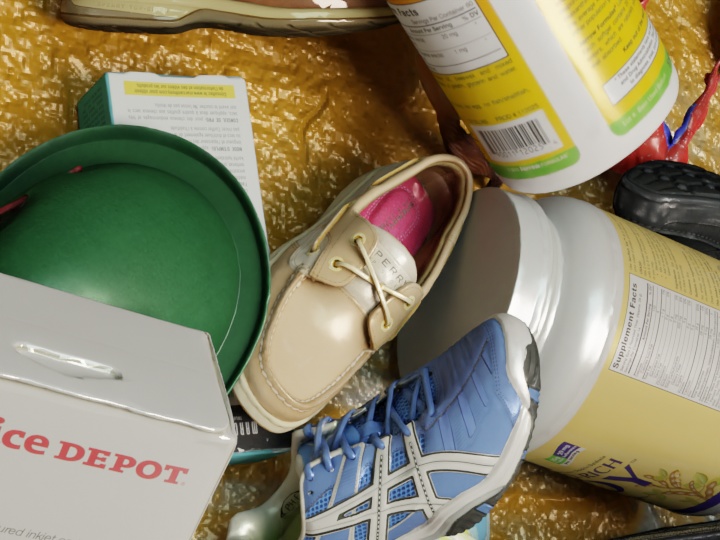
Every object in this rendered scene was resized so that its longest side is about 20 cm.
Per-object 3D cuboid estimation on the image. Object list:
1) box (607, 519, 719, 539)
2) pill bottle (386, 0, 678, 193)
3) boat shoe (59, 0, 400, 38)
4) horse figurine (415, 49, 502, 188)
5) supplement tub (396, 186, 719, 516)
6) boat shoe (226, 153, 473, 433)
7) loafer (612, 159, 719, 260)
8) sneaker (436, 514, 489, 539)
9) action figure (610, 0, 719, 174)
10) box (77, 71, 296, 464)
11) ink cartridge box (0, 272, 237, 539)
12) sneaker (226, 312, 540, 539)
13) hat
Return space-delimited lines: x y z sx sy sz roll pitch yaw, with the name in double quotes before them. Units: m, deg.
"box" 0.197 0.186 0.804 0.199 0.147 0.106 7 71 -56
"pill bottle" 0.071 -0.149 0.773 0.111 0.110 0.201 -51 118 -30
"boat shoe" -0.060 -0.160 0.810 0.198 0.072 0.068 0 95 -10
"horse figurine" 0.072 -0.144 0.879 0.131 0.050 0.203 -4 100 -38
"supplement tub" 0.135 0.045 0.852 0.198 0.145 0.147 20 67 -23
"boat shoe" 0.000 0.000 0.782 0.074 0.069 0.201 48 45 -16
"loafer" 0.216 -0.024 0.939 0.199 0.068 0.071 5 112 -50
"sneaker" 0.053 0.170 0.778 0.079 0.130 0.202 20 67 -21
"action figure" 0.174 -0.129 0.926 0.100 0.065 0.201 -65 153 -27
"box" -0.092 0.001 0.790 0.081 0.049 0.202 -1 77 -30
"ink cartridge box" -0.156 0.107 0.635 0.144 0.201 0.084 17 25 -24
"sneaker" 0.012 0.097 0.742 0.077 0.200 0.076 28 23 -28
"hat" -0.145 -0.002 0.654 0.165 0.176 0.200 40 83 16
